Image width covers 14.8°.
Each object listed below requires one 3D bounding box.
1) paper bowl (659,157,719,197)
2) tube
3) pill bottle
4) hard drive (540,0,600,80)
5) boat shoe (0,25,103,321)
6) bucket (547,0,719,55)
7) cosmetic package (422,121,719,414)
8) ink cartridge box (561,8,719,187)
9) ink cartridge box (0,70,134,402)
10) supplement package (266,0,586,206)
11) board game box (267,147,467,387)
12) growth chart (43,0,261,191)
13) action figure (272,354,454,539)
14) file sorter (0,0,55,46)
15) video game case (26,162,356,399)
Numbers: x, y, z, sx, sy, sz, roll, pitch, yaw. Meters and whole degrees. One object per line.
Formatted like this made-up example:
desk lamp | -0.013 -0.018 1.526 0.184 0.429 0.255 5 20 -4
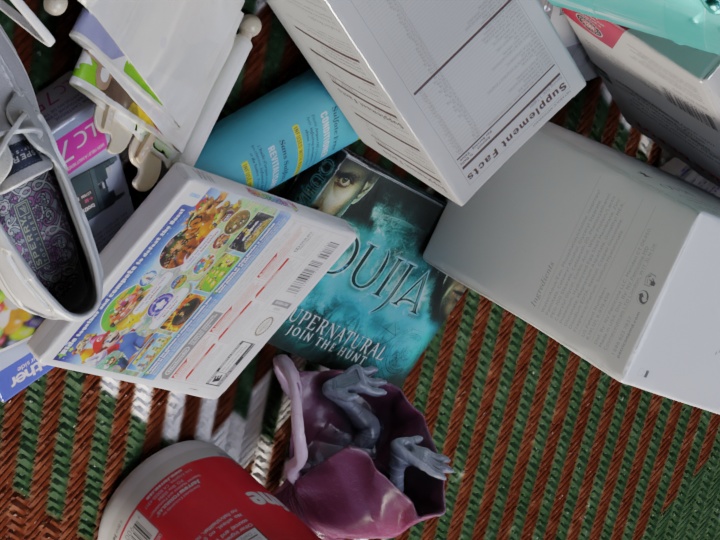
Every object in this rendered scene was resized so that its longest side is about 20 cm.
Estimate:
paper bowl | 0.260 -0.010 2.037 0.200 0.104 0.201 -29 139 -28
tube | -0.035 -0.091 1.694 0.200 0.050 0.078 -33 147 -32
pill bottle | -0.070 0.206 1.778 0.112 0.200 0.113 -29 140 -28
hard drive | 0.147 -0.211 1.792 0.139 0.038 0.201 -20 135 -37
boat shoe | -0.190 -0.059 1.478 0.072 0.068 0.201 -27 116 -25
bucket | 0.191 -0.225 1.587 0.207 0.134 0.208 13 90 -77
cosmetic package | 0.188 -0.001 1.823 0.199 0.200 0.123 18 99 -46
ink cartridge box | 0.220 -0.135 1.781 0.084 0.145 0.200 -48 146 -5
ink cartridge box | -0.184 -0.007 1.603 0.119 0.042 0.200 -35 143 -21
supplement package | 0.024 -0.154 1.608 0.114 0.109 0.200 -43 131 -10
board game box | 0.000 0.000 1.822 0.136 0.028 0.200 -56 145 7
growth chart | -0.114 -0.136 1.552 0.145 0.018 0.200 -59 149 -20
action figure | -0.027 0.163 1.855 0.148 0.134 0.200 12 138 -30
file sorter | -0.239 -0.134 1.355 0.200 0.124 0.139 -47 145 -7
video game case | -0.097 0.010 1.660 0.143 0.018 0.200 -49 154 13
